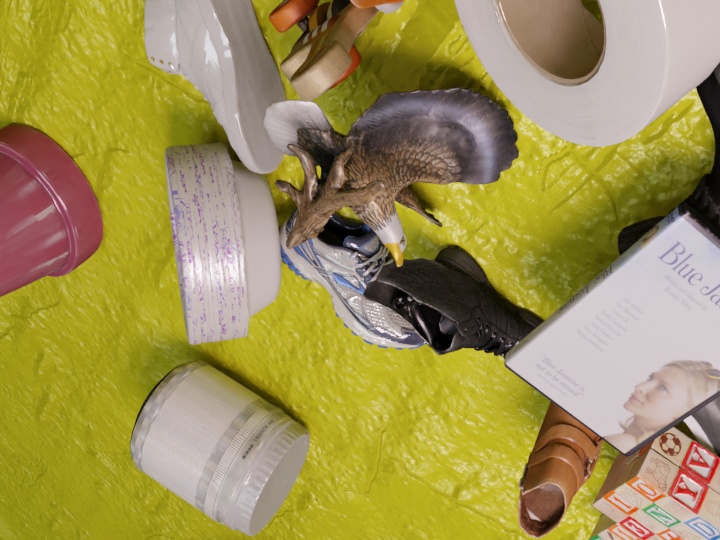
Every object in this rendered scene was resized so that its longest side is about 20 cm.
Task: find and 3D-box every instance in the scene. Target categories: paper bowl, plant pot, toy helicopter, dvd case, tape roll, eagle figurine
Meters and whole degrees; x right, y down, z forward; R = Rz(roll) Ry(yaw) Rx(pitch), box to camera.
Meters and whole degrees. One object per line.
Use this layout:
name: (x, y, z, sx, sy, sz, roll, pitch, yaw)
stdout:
paper bowl: (-0.142, -0.030, 0.916, 0.200, 0.102, 0.205, 172, 90, -76)
plant pot: (-0.460, -0.055, 1.119, 0.197, 0.179, 0.203, 20, 133, 23)
toy helicopter: (-0.011, -0.184, 0.682, 0.131, 0.201, 0.079, -30, 114, 22)
dvd case: (0.227, 0.056, 0.683, 0.142, 0.018, 0.200, 36, 126, -10)
tape roll: (0.147, -0.189, 0.590, 0.203, 0.070, 0.204, 48, 161, 22)
eagle figurine: (0.020, -0.080, 0.748, 0.150, 0.199, 0.154, 24, 127, 32)

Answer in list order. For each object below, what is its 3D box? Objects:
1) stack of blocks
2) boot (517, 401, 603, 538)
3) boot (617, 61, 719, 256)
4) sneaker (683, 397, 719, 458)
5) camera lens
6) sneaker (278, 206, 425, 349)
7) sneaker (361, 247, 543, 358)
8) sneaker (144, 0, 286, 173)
stack of blocks: (0.283, 0.227, 0.829, 0.114, 0.059, 0.201, 33, 154, 11)
boot: (0.196, 0.134, 0.794, 0.072, 0.155, 0.203, 18, 131, 24)
boot: (0.257, -0.058, 0.658, 0.156, 0.080, 0.213, -19, 110, 43)
sneaker: (0.311, 0.093, 0.745, 0.098, 0.071, 0.201, -27, 109, 43)
camera lens: (-0.185, 0.226, 1.142, 0.198, 0.160, 0.162, 28, 135, 15)
sneaker: (0.000, 0.000, 0.898, 0.199, 0.077, 0.086, 38, 132, 6)
sneaker: (0.102, 0.054, 0.840, 0.200, 0.104, 0.060, 44, 136, -1)
sneaker: (-0.145, -0.192, 0.866, 0.114, 0.073, 0.204, 0, 113, 39)
